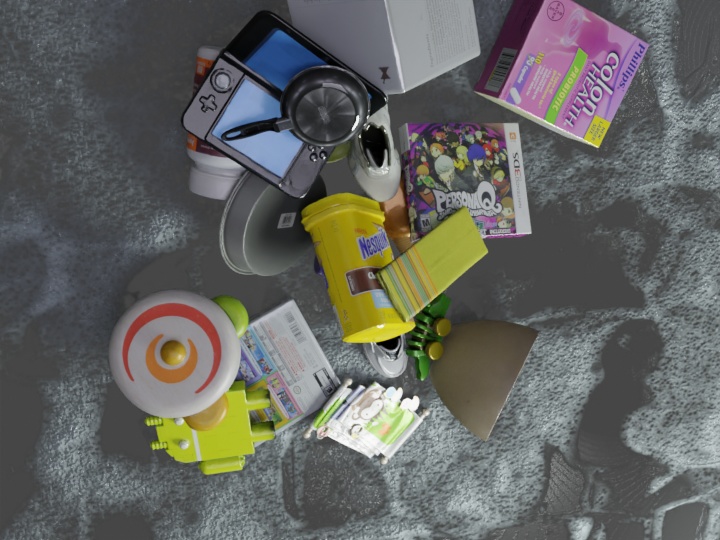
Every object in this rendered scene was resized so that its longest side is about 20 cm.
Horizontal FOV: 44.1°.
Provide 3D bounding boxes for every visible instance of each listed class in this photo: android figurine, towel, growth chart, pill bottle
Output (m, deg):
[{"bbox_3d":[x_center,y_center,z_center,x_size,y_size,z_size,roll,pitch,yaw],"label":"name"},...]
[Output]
[{"bbox_3d":[-0.238,0.242,1.410,0.200,0.041,0.182,-6,115,-6],"label":"android figurine"},{"bbox_3d":[0.107,-0.012,1.294,0.200,0.018,0.086,-38,109,-33],"label":"towel"},{"bbox_3d":[0.015,0.253,1.511,0.200,0.018,0.145,28,100,-32],"label":"growth chart"},{"bbox_3d":[-0.183,-0.206,1.250,0.114,0.114,0.200,5,106,-19],"label":"pill bottle"}]

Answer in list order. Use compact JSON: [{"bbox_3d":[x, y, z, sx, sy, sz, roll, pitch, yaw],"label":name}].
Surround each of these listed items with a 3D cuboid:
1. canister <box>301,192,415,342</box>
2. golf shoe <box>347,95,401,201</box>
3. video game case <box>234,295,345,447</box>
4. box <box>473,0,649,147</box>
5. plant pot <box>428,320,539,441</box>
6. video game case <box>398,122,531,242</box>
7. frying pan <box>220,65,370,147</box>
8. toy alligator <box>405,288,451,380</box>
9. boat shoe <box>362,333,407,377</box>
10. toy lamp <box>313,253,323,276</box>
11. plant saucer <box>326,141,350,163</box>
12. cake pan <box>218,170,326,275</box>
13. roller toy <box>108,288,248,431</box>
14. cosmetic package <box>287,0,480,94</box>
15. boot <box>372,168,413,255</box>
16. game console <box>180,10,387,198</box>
[{"bbox_3d":[0.000,0.000,1.299,0.086,0.148,0.200,-23,76,24],"label":"canister"},{"bbox_3d":[0.017,-0.161,1.271,0.078,0.097,0.200,-12,134,4],"label":"golf shoe"},{"bbox_3d":[-0.145,0.166,1.440,0.182,0.022,0.200,-30,115,-6],"label":"video game case"},{"bbox_3d":[0.309,-0.313,1.377,0.200,0.097,0.176,21,101,-23],"label":"box"},{"bbox_3d":[0.192,0.162,1.471,0.134,0.200,0.201,26,101,12],"label":"plant pot"},{"bbox_3d":[0.163,-0.138,1.379,0.200,0.036,0.182,-3,83,-21],"label":"video game case"},{"bbox_3d":[-0.082,-0.204,1.121,0.190,0.031,0.115,1,127,-6],"label":"frying pan"},{"bbox_3d":[0.111,0.076,1.436,0.054,0.059,0.200,19,87,-33],"label":"toy alligator"},{"bbox_3d":[0.043,0.110,1.435,0.072,0.069,0.200,-15,128,-9],"label":"boat shoe"},{"bbox_3d":[0.026,-0.005,1.415,0.200,0.058,0.058,4,107,-18],"label":"toy lamp"},{"bbox_3d":[-0.053,-0.256,1.280,0.200,0.031,0.200,-18,115,-43],"label":"plant saucer"},{"bbox_3d":[-0.120,-0.077,1.295,0.200,0.037,0.200,-37,142,-35],"label":"cake pan"},{"bbox_3d":[-0.267,0.122,1.291,0.182,0.140,0.200,12,84,-5],"label":"roller toy"},{"bbox_3d":[0.034,-0.341,1.201,0.200,0.165,0.165,-35,121,-44],"label":"cosmetic package"},{"bbox_3d":[0.123,-0.109,1.407,0.201,0.071,0.144,-27,101,-21],"label":"boot"},{"bbox_3d":[-0.101,-0.205,1.146,0.200,0.116,0.176,32,91,-22],"label":"game console"}]
